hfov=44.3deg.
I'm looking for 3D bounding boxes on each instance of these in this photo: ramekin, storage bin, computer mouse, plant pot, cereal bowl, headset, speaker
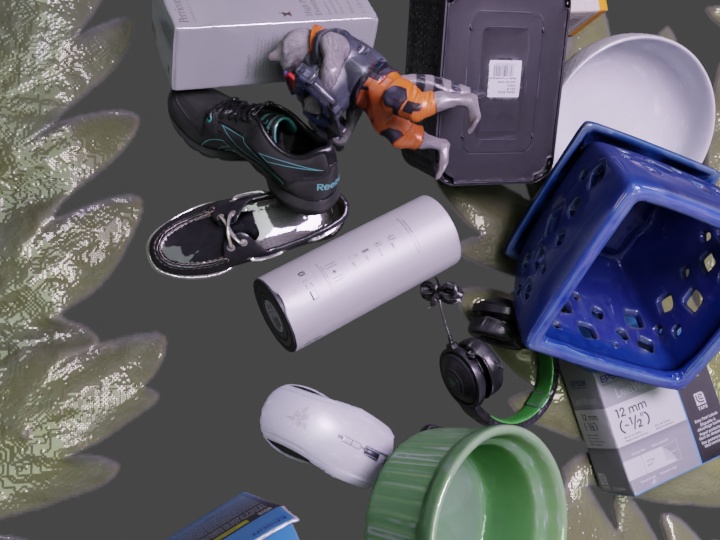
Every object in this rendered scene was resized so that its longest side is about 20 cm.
[{"bbox_3d":[0.096,0.241,0.824,0.200,0.098,0.201,2,87,-43],"label":"ramekin"},{"bbox_3d":[0.124,-0.194,0.900,0.135,0.094,0.201,-4,110,-19],"label":"storage bin"},{"bbox_3d":[-0.004,0.175,0.862,0.200,0.044,0.110,26,75,-13],"label":"computer mouse"},{"bbox_3d":[0.268,-0.025,0.882,0.199,0.200,0.180,16,33,-18],"label":"plant pot"},{"bbox_3d":[0.280,-0.162,0.975,0.199,0.083,0.201,-5,112,-12],"label":"cereal bowl"},{"bbox_3d":[0.134,0.079,0.898,0.200,0.094,0.124,43,70,-20],"label":"headset"},{"bbox_3d":[0.000,0.000,0.873,0.200,0.081,0.081,-28,91,-21],"label":"speaker"}]

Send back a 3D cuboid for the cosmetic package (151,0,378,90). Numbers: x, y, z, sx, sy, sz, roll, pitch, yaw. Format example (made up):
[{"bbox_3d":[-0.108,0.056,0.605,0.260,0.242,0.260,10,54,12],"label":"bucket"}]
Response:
[{"bbox_3d":[-0.096,-0.239,0.865,0.199,0.074,0.102,-9,49,-22],"label":"cosmetic package"}]

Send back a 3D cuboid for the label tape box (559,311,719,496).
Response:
[{"bbox_3d":[0.304,0.125,0.964,0.143,0.066,0.201,-17,88,-21],"label":"label tape box"}]

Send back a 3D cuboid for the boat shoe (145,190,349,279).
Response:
[{"bbox_3d":[-0.105,-0.040,0.854,0.199,0.060,0.074,-10,85,-20],"label":"boat shoe"}]

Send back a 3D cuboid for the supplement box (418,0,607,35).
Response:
[{"bbox_3d":[0.162,-0.331,0.987,0.199,0.074,0.126,-7,84,-19],"label":"supplement box"}]

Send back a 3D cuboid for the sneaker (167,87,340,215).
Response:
[{"bbox_3d":[-0.098,-0.135,0.838,0.200,0.079,0.075,32,56,13],"label":"sneaker"}]

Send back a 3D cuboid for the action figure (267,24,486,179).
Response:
[{"bbox_3d":[0.007,-0.162,0.821,0.193,0.200,0.105,29,85,-2],"label":"action figure"}]

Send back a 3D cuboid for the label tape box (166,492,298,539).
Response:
[{"bbox_3d":[-0.122,0.250,0.717,0.143,0.200,0.066,-28,92,-21],"label":"label tape box"}]
